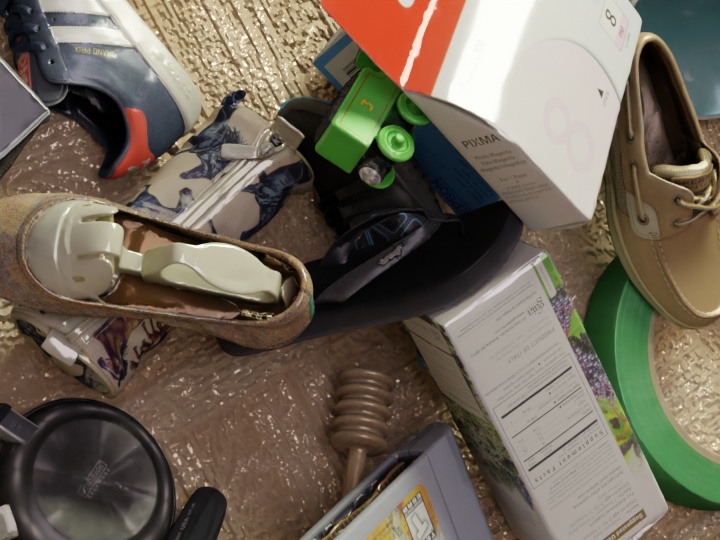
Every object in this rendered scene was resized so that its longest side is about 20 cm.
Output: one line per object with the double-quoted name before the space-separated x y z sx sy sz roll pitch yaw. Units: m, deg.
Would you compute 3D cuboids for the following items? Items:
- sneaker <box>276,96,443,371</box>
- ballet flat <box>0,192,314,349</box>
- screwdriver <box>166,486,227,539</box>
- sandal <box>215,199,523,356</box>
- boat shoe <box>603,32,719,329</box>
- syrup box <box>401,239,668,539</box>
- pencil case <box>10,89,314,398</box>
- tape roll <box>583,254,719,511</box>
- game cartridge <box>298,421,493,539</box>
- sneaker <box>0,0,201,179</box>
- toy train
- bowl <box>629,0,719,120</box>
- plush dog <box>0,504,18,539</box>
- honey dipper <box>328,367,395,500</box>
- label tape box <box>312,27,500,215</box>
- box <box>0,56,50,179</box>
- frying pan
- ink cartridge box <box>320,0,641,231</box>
"sneaker" 0.013 -0.023 0.980 0.200 0.073 0.082 45 76 -6
"ballet flat" -0.116 -0.006 0.833 0.197 0.067 0.069 10 75 -13
"screwdriver" -0.109 0.195 0.862 0.029 0.028 0.201 10 38 4
"sandal" 0.000 0.000 0.919 0.198 0.076 0.043 -19 118 11
"boat shoe" 0.197 -0.054 1.004 0.071 0.064 0.202 -30 103 -25
"syrup box" 0.104 0.082 0.957 0.081 0.079 0.201 -35 114 -12
"pencil case" -0.114 -0.013 0.916 0.078 0.090 0.200 40 68 6
"tape roll" 0.248 0.062 1.074 0.198 0.048 0.203 4 80 -22
"game cartridge" 0.018 0.194 0.912 0.200 0.041 0.134 -38 108 -47
"sneaker" -0.184 -0.139 0.916 0.200 0.075 0.085 47 63 -9
"toy train" 0.031 -0.128 0.907 0.056 0.042 0.201 31 54 -5
"bowl" 0.252 -0.207 1.060 0.198 0.202 0.106 0 55 -22
"plush dog" -0.245 0.170 0.765 0.198 0.172 0.162 22 96 -18
"honey dipper" -0.010 0.158 0.940 0.038 0.038 0.202 17 66 -18
"label tape box" 0.075 -0.149 1.023 0.143 0.066 0.201 44 44 -10
"box" -0.279 -0.099 0.813 0.200 0.182 0.104 47 68 -8
"frying pan" -0.177 0.094 0.901 0.114 0.031 0.191 -29 84 -37
"ink cartridge box" 0.078 -0.144 0.887 0.200 0.057 0.164 46 50 -35
